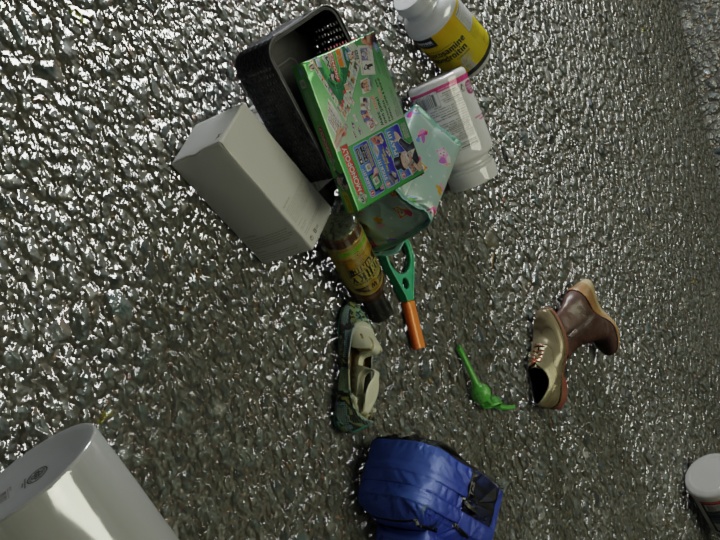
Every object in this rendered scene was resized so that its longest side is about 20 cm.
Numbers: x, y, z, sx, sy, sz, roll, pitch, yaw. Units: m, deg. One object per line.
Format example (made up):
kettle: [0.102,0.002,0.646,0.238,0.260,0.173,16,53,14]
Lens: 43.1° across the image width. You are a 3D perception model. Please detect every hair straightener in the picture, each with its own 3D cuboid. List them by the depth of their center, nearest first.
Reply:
hair straightener: [-0.034,-0.127,1.391,0.041,0.076,0.201,55,43,-20]

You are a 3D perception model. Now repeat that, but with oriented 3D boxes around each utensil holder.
utensil holder: [-0.272,0.280,0.905,0.202,0.168,0.170,60,41,-16]

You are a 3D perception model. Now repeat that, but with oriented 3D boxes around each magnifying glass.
magnifying glass: [0.075,0.030,1.523,0.079,0.022,0.205,-11,88,-52]

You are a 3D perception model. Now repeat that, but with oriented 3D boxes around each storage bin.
storage bin: [-0.061,-0.236,1.239,0.135,0.093,0.202,-41,111,-31]

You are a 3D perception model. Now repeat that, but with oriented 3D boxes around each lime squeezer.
lime squeezer: [0.227,0.222,1.651,0.200,0.037,0.071,46,17,-32]

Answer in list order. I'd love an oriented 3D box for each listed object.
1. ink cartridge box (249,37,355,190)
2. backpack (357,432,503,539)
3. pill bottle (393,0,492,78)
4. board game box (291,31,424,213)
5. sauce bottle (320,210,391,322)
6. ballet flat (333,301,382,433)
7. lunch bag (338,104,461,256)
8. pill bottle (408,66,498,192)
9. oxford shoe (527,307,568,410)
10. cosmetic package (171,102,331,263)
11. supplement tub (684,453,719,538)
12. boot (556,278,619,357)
ink cartridge box: [-0.059,-0.225,1.351,0.200,0.084,0.147,-45,114,-32]
backpack: [0.096,0.340,1.344,0.200,0.160,0.170,43,52,-35]
pill bottle: [0.151,-0.452,1.689,0.199,0.111,0.114,36,53,-39]
board game box: [0.000,-0.197,1.210,0.133,0.029,0.204,-31,107,-33]
sauce bottle: [0.000,0.000,1.378,0.202,0.063,0.066,62,38,-43]
ballet flat: [0.003,0.141,1.364,0.074,0.073,0.205,21,63,-45]
lunch bag: [0.046,-0.122,1.398,0.121,0.199,0.172,35,53,-15]
pill bottle: [0.172,-0.253,1.656,0.113,0.112,0.204,-37,108,-49]
oxford shoe: [0.365,0.171,1.801,0.074,0.070,0.205,9,71,-43]
cosmetic package: [-0.144,-0.112,1.229,0.201,0.106,0.086,51,46,-30]
supplement tub: [0.917,0.576,2.301,0.201,0.138,0.141,54,44,-25]
boot: [0.478,0.139,1.970,0.166,0.072,0.202,-43,114,-35]
